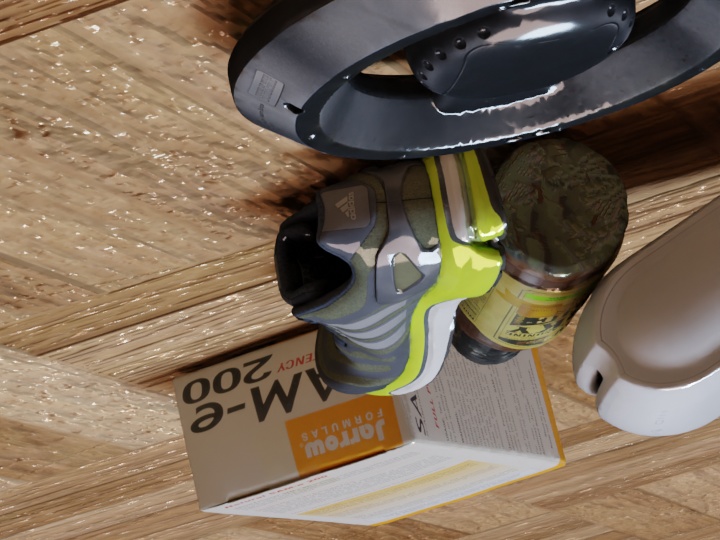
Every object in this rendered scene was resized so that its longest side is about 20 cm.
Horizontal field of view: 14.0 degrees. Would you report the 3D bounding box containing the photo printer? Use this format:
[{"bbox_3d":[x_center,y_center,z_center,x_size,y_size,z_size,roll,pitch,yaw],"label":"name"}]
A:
[{"bbox_3d":[0.180,-0.001,1.252,0.200,0.070,0.166,-35,169,1],"label":"photo printer"}]

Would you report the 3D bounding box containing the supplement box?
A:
[{"bbox_3d":[0.008,0.079,1.526,0.126,0.074,0.200,-19,166,22],"label":"supplement box"}]

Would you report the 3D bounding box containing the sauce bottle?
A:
[{"bbox_3d":[0.071,-0.001,1.290,0.064,0.065,0.200,-12,167,-8],"label":"sauce bottle"}]

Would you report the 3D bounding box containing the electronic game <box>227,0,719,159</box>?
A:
[{"bbox_3d":[0.053,-0.084,0.982,0.199,0.042,0.200,-14,167,-3],"label":"electronic game"}]

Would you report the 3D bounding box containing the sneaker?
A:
[{"bbox_3d":[0.000,0.000,1.237,0.081,0.074,0.200,-3,157,-14],"label":"sneaker"}]
